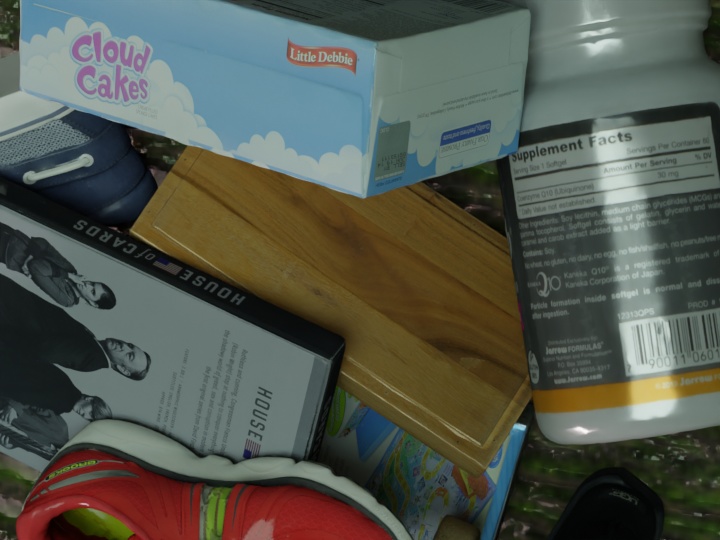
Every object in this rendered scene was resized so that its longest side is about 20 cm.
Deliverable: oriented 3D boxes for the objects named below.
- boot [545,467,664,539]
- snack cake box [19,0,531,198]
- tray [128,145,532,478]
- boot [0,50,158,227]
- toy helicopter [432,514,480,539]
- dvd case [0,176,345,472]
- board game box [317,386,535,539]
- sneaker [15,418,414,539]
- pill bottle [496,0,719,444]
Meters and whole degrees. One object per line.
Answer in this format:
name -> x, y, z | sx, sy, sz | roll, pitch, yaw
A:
boot -> 0.081, 0.192, 1.132 | 0.065, 0.200, 0.166 | 20, 107, 7
snack cake box -> -0.040, -0.095, 1.073 | 0.199, 0.115, 0.068 | 18, 113, 34
tray -> 0.000, 0.000, 1.164 | 0.199, 0.037, 0.099 | 34, 77, 2
boot -> -0.200, -0.042, 1.207 | 0.199, 0.073, 0.091 | -13, 120, 26
toy helicopter -> 0.012, 0.212, 1.156 | 0.078, 0.132, 0.202 | 19, 95, 11
dvd case -> -0.111, 0.053, 1.178 | 0.199, 0.025, 0.151 | 25, 129, 12
board game box -> -0.004, 0.142, 1.226 | 0.133, 0.034, 0.202 | 18, 107, 7
sneaker -> -0.069, 0.132, 1.135 | 0.198, 0.085, 0.078 | 9, 125, 25
pill bottle -> 0.122, -0.029, 1.102 | 0.115, 0.116, 0.202 | -9, 89, 14
